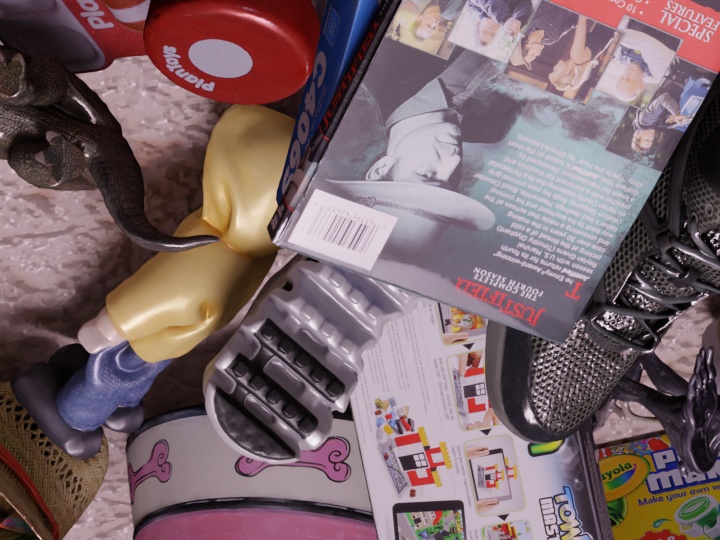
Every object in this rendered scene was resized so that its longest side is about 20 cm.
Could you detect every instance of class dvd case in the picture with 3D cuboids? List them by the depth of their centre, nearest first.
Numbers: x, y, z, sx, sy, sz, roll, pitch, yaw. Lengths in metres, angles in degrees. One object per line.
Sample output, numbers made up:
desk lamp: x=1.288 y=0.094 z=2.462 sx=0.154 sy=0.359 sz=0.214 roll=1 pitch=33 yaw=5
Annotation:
dvd case: x=0.068 y=-0.075 z=0.936 sx=0.146 sy=0.022 sz=0.200 roll=18 pitch=110 yaw=-23

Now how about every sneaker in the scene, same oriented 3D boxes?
sneaker: x=0.131 y=-0.002 z=1.008 sx=0.076 sy=0.114 sz=0.200 roll=31 pitch=95 yaw=-32
sneaker: x=0.000 y=0.000 z=1.049 sx=0.200 sy=0.081 sz=0.075 roll=-44 pitch=102 yaw=-8

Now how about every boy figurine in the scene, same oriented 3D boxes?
boy figurine: x=-0.086 y=0.005 z=1.071 sx=0.200 sy=0.064 sz=0.124 roll=-51 pitch=169 yaw=32

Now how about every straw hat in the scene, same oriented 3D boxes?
straw hat: x=-0.174 y=0.099 z=1.154 sx=0.085 sy=0.201 sz=0.201 roll=-45 pitch=149 yaw=-25

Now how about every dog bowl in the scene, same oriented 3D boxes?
dog bowl: x=-0.029 y=0.138 z=1.206 sx=0.200 sy=0.074 sz=0.200 roll=6 pitch=155 yaw=3

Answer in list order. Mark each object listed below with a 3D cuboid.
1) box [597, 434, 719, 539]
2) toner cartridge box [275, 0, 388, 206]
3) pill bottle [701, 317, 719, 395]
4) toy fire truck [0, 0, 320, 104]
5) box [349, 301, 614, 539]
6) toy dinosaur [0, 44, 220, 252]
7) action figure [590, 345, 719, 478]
box: x=0.231 y=0.196 z=1.313 sx=0.200 sy=0.193 sz=0.122 roll=-13 pitch=142 yaw=-2
toner cartridge box: x=0.036 y=-0.102 z=0.950 sx=0.095 sy=0.043 sz=0.200 roll=7 pitch=115 yaw=-18
pill bottle: x=0.291 y=0.034 z=1.192 sx=0.200 sy=0.120 sz=0.120 roll=-31 pitch=138 yaw=20
toy fire truck: x=-0.106 y=-0.144 z=0.878 sx=0.168 sy=0.112 sz=0.200 roll=-5 pitch=149 yaw=24
box: x=0.052 y=0.065 z=1.097 sx=0.110 sy=0.200 sz=0.035 roll=-11 pitch=-179 yaw=16
toy dinosaur: x=-0.140 y=-0.065 z=0.935 sx=0.200 sy=0.077 sz=0.102 roll=15 pitch=-176 yaw=10
action figure: x=0.098 y=0.045 z=1.165 sx=0.200 sy=0.102 sz=0.119 roll=9 pitch=-174 yaw=32
